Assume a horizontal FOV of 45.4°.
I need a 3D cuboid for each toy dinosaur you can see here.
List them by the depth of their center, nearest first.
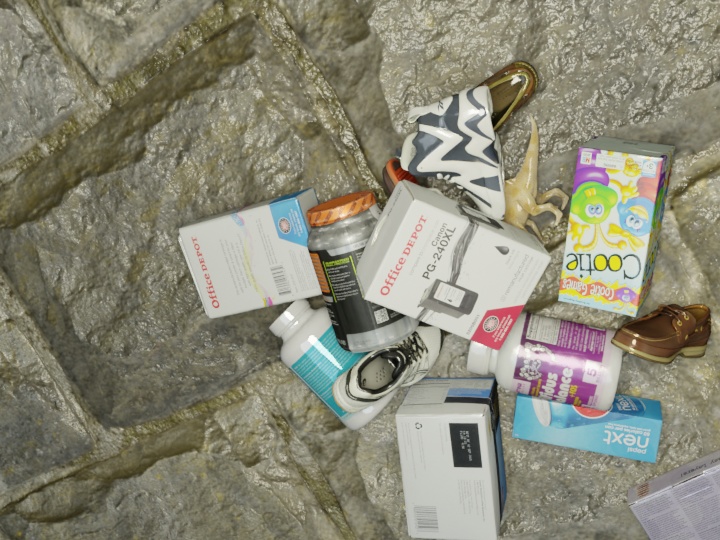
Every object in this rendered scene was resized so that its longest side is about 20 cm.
[{"bbox_3d":[0.223,-0.095,1.151,0.101,0.058,0.201,24,112,9],"label":"toy dinosaur"}]

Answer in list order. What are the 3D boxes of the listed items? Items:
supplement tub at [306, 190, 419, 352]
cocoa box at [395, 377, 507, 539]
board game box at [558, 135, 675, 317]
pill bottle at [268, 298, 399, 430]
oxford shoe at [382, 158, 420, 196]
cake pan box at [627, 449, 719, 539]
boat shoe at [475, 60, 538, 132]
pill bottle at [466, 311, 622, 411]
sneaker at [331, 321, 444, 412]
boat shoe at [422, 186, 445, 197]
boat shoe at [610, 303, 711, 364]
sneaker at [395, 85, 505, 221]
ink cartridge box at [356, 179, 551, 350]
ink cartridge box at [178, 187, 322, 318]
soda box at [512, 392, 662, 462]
[{"bbox_3d":[0.000,0.000,1.182,0.122,0.123,0.201,-12,104,19],"label":"supplement tub"},{"bbox_3d":[0.136,0.271,1.255,0.132,0.131,0.202,-3,107,17],"label":"cocoa box"},{"bbox_3d":[0.326,-0.059,1.099,0.104,0.103,0.202,12,111,25],"label":"board game box"},{"bbox_3d":[-0.042,0.131,1.273,0.200,0.111,0.111,45,114,-2],"label":"pill bottle"},{"bbox_3d":[0.066,-0.056,1.204,0.072,0.071,0.201,-18,101,27],"label":"oxford shoe"},{"bbox_3d":[0.511,0.356,1.219,0.199,0.052,0.185,-33,98,23],"label":"cake pan box"},{"bbox_3d":[0.146,-0.200,1.133,0.072,0.068,0.200,45,114,-2],"label":"boat shoe"},{"bbox_3d":[0.251,0.119,1.183,0.198,0.112,0.113,11,110,13],"label":"pill bottle"},{"bbox_3d":[0.055,0.130,1.200,0.076,0.200,0.088,53,151,5],"label":"sneaker"},{"bbox_3d":[0.131,-0.038,1.153,0.070,0.071,0.200,-4,134,52],"label":"boat shoe"},{"bbox_3d":[0.387,0.074,1.098,0.072,0.199,0.068,30,111,42],"label":"boat shoe"},{"bbox_3d":[0.113,-0.136,1.093,0.129,0.080,0.200,-5,141,15],"label":"sneaker"},{"bbox_3d":[0.113,-0.006,1.085,0.199,0.083,0.146,21,110,-16],"label":"ink cartridge box"},{"bbox_3d":[-0.148,-0.024,1.267,0.199,0.085,0.146,-13,103,19],"label":"ink cartridge box"},{"bbox_3d":[0.319,0.211,1.220,0.198,0.064,0.068,8,110,13],"label":"soda box"}]
